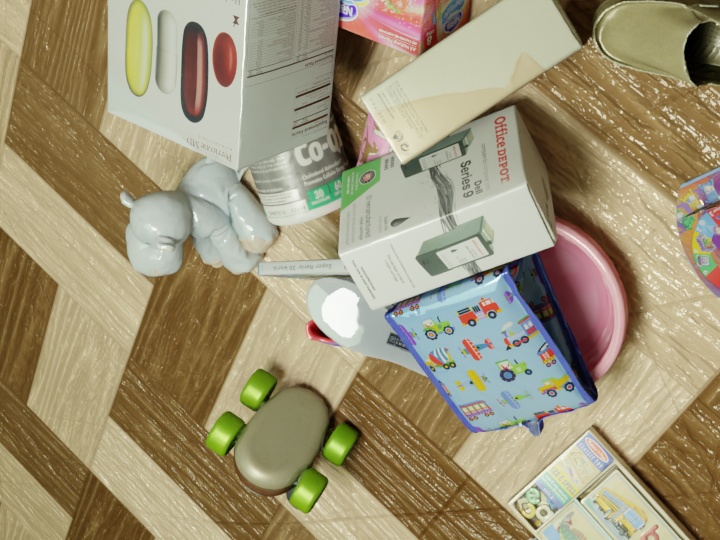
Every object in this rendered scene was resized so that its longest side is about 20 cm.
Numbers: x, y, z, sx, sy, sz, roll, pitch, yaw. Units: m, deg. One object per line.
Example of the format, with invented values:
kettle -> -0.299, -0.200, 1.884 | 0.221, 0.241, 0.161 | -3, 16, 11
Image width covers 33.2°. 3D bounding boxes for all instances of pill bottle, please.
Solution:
pill bottle -> -0.084, -0.163, 1.374 | 0.112, 0.113, 0.202 | -3, 113, 42

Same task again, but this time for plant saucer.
plant saucer -> 0.190, 0.033, 1.279 | 0.199, 0.051, 0.203 | 12, 114, 27

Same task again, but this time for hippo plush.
hippo plush -> -0.205, -0.056, 1.507 | 0.159, 0.160, 0.201 | 41, 135, 14

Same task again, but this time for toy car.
toy car -> -0.117, 0.262, 1.645 | 0.163, 0.158, 0.201 | 32, 144, 8

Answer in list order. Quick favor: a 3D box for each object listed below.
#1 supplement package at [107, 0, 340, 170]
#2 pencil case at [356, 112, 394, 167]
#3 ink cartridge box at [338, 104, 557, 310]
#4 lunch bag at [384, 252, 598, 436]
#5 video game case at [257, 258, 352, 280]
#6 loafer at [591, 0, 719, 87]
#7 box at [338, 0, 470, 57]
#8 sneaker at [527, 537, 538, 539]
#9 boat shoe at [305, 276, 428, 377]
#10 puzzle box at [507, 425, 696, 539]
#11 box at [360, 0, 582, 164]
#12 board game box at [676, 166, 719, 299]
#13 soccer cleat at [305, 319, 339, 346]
supplement package -> -0.138, -0.239, 1.204 | 0.190, 0.147, 0.202 | 24, 123, 30
pencil case -> 0.032, -0.104, 1.323 | 0.083, 0.086, 0.201 | -117, 31, -42
ink cartridge box -> 0.085, -0.064, 1.202 | 0.198, 0.147, 0.084 | -20, 126, 16
lunch bag -> 0.144, 0.088, 1.252 | 0.150, 0.094, 0.201 | -21, 106, 32
video game case -> 0.000, 0.000, 1.378 | 0.199, 0.142, 0.018 | -2, 85, 44
loafer -> 0.288, -0.204, 1.059 | 0.199, 0.067, 0.077 | 13, 123, 35
box -> 0.009, -0.303, 1.221 | 0.199, 0.094, 0.103 | 27, 130, 26
sneaker -> 0.231, 0.397, 1.466 | 0.130, 0.079, 0.199 | 49, 131, -2
boat shoe -> 0.031, 0.065, 1.362 | 0.199, 0.065, 0.074 | 30, 103, 1
puzzle box -> 0.279, 0.292, 1.352 | 0.133, 0.025, 0.200 | -45, 81, 15
box -> 0.107, -0.190, 1.144 | 0.199, 0.095, 0.078 | -32, 93, 17
board game box -> 0.378, -0.028, 1.106 | 0.199, 0.039, 0.159 | -27, 96, 47
soccer cleat -> 0.018, 0.058, 1.436 | 0.199, 0.073, 0.069 | -14, 86, 47
